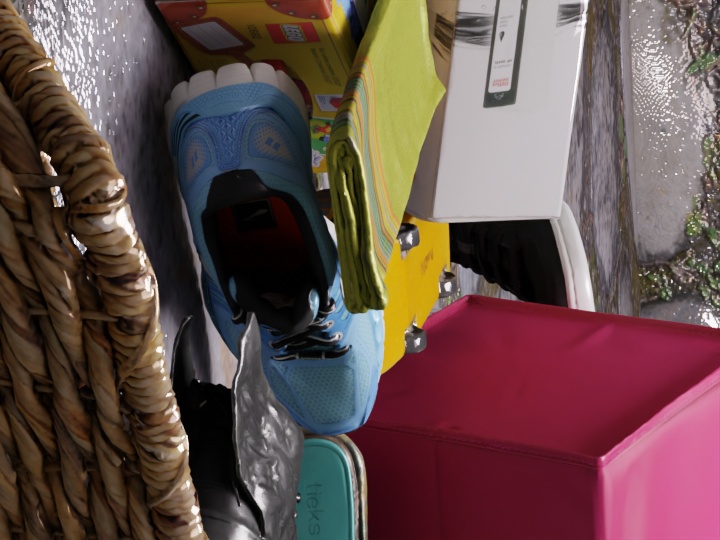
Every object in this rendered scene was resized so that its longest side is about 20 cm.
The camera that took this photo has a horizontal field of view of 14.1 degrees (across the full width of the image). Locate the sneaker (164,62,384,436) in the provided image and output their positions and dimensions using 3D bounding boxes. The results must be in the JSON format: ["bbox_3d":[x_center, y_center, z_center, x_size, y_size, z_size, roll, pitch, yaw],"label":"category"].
[{"bbox_3d":[-0.040,0.008,1.289,0.090,0.078,0.200,-97,168,-48],"label":"sneaker"}]

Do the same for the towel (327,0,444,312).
[{"bbox_3d":[0.013,-0.068,1.295,0.200,0.018,0.086,-73,160,-57],"label":"towel"}]

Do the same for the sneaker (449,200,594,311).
[{"bbox_3d":[0.065,-0.014,1.741,0.200,0.112,0.073,-113,-168,-58],"label":"sneaker"}]

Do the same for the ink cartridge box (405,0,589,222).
[{"bbox_3d":[0.048,-0.138,1.512,0.146,0.084,0.200,33,-60,58],"label":"ink cartridge box"}]

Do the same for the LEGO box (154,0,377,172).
[{"bbox_3d":[-0.032,-0.150,1.357,0.200,0.077,0.149,62,29,-68],"label":"LEGO box"}]

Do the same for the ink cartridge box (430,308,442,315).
[{"bbox_3d":[0.063,0.084,1.874,0.200,0.067,0.117,-17,106,-79],"label":"ink cartridge box"}]

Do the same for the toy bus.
[{"bbox_3d":[0.000,0.000,1.516,0.200,0.078,0.065,-56,143,-72],"label":"toy bus"}]

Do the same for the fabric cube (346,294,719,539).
[{"bbox_3d":[0.097,0.144,1.560,0.196,0.200,0.199,-27,119,-51],"label":"fabric cube"}]

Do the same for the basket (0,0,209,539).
[{"bbox_3d":[-0.104,0.008,0.781,0.143,0.149,0.200,-79,163,-47],"label":"basket"}]

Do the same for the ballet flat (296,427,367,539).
[{"bbox_3d":[-0.022,0.174,1.443,0.071,0.071,0.200,-3,92,-79],"label":"ballet flat"}]

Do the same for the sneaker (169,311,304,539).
[{"bbox_3d":[-0.049,0.106,1.302,0.200,0.060,0.104,63,32,-59],"label":"sneaker"}]
